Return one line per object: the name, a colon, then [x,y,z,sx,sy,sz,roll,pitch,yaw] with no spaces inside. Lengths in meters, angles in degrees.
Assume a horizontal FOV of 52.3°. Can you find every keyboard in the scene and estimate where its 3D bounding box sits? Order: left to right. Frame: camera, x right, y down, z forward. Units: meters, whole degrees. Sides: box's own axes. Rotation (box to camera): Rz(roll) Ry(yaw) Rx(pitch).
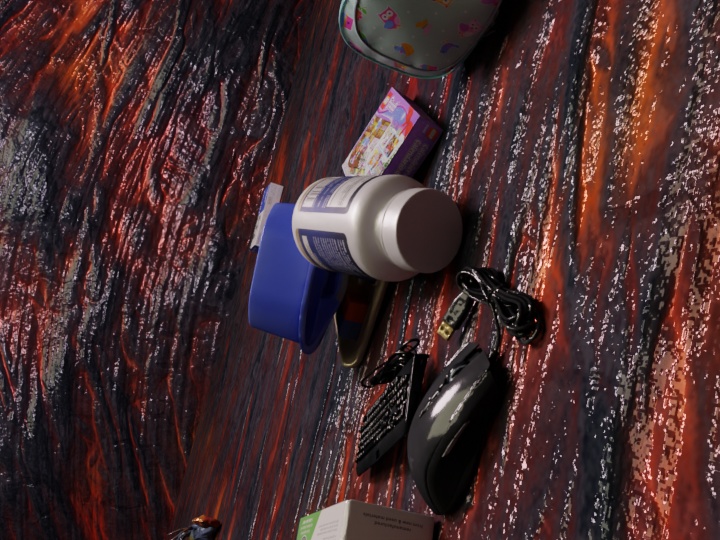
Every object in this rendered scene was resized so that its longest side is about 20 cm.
keyboard: [0.017,0.133,0.727,0.200,0.039,0.104,118,169,-60]

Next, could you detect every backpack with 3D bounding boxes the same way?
backpack: [0.068,-0.305,0.799,0.200,0.175,0.154,123,162,-59]

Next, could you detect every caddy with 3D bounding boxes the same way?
caddy: [-0.066,0.004,0.938,0.141,0.105,0.201,15,-94,-79]

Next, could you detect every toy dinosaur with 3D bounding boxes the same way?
toy dinosaur: [-0.371,0.588,1.663,0.181,0.105,0.200,-45,12,21]

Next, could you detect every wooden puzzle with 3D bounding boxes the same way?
wooden puzzle: [0.000,0.000,0.974,0.185,0.046,0.201,-103,32,-62]

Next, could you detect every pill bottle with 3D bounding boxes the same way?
pill bottle: [0.016,-0.046,0.787,0.200,0.111,0.112,11,84,59]

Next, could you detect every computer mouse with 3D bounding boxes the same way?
computer mouse: [0.071,0.089,0.609,0.141,0.046,0.201,-113,42,-66]

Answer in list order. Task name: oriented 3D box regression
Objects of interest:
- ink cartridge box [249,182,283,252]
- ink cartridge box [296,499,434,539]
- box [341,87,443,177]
ink cartridge box: [-0.286,-0.157,2.217,0.094,0.044,0.201,155,130,-69]
ink cartridge box: [-0.012,0.307,0.608,0.146,0.084,0.201,131,151,-60]
box: [0.036,-0.160,0.976,0.137,0.039,0.200,-56,19,16]
